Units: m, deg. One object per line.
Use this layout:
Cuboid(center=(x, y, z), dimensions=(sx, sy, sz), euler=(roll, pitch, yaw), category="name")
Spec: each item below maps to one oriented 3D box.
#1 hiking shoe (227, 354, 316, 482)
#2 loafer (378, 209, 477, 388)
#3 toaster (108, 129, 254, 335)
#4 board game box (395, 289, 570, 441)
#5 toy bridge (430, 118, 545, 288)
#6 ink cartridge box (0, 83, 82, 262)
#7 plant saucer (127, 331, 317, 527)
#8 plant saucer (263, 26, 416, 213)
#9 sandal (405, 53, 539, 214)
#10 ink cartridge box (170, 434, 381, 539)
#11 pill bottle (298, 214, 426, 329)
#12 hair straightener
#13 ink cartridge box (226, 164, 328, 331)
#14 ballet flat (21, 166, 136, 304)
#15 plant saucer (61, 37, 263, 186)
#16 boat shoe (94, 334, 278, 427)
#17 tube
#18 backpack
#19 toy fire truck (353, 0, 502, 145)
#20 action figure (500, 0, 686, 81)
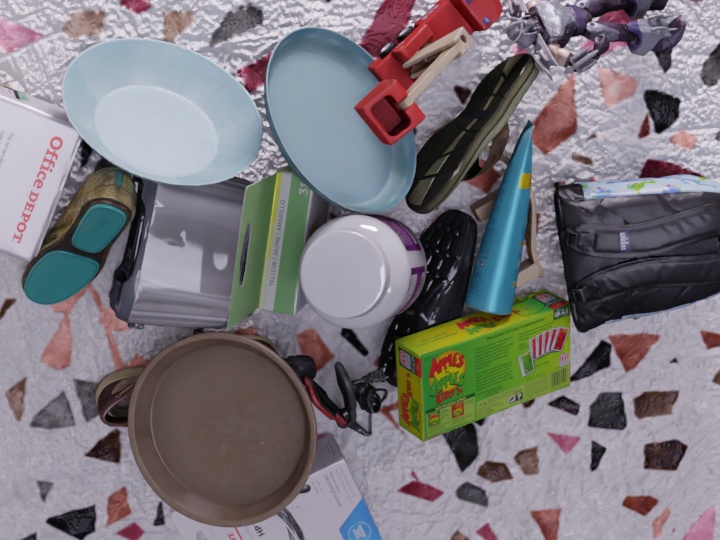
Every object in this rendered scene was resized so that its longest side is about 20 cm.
Cuboid(center=(-0.103, 0.167, 1.544), dimensions=(0.200, 0.076, 0.101), euler=(-43, 67, 30), category="hiking shoe")
Cuboid(center=(0.080, 0.033, 1.594), dimensions=(0.070, 0.068, 0.201), euler=(15, 97, -50), category="loafer")
Cuboid(center=(-0.173, -0.032, 1.498), dimensions=(0.129, 0.114, 0.201), euler=(11, 93, -17), category="toaster")
Cuboid(center=(0.133, 0.099, 1.581), dimensions=(0.199, 0.048, 0.102), euler=(-17, 117, -29), category="board game box")
Cuboid(center=(0.151, -0.076, 1.591), dimensions=(0.067, 0.027, 0.200), euler=(-31, 107, -3), category="toy bridge")
Cuboid(center=(-0.387, -0.115, 1.449), dimensions=(0.199, 0.084, 0.145), euler=(21, 100, -15), category="ink cartridge box")
Cuboid(center=(-0.137, 0.158, 1.493), dimensions=(0.199, 0.029, 0.201), euler=(2, 99, 13), category="plant saucer")
Cuboid(center=(-0.024, -0.146, 1.479), dimensions=(0.027, 0.200, 0.200), euler=(-27, 114, 40), category="plant saucer")
Cuboid(center=(0.124, -0.133, 1.520), dimensions=(0.201, 0.080, 0.057), euler=(-49, 121, -5), category="sandal")
Cuboid(center=(-0.092, 0.278, 1.613), dimensions=(0.199, 0.068, 0.116), euler=(-26, 113, -3), category="ink cartridge box")
Cuboid(center=(0.000, 0.000, 1.476), dimensions=(0.112, 0.200, 0.113), euler=(0, 92, 10), category="pill bottle")
Cuboid(center=(-0.001, 0.136, 1.551), dimensions=(0.077, 0.200, 0.041), euler=(-26, 65, 1), category="hair straightener")
Cuboid(center=(-0.076, -0.026, 1.473), dimensions=(0.048, 0.200, 0.146), euler=(10, 104, 8), category="ink cartridge box")
Cuboid(center=(-0.278, -0.037, 1.485), dimensions=(0.071, 0.071, 0.200), euler=(30, 136, -16), category="ballet flat")
Cuboid(center=(-0.195, -0.145, 1.443), dimensions=(0.200, 0.202, 0.039), euler=(15, 136, -14), category="plant saucer")
Cuboid(center=(-0.179, 0.122, 1.558), dimensions=(0.199, 0.072, 0.072), euler=(-12, 107, -8), category="boat shoe")
Cuboid(center=(0.154, -0.056, 1.547), dimensions=(0.050, 0.077, 0.201), euler=(11, 101, -5), category="tube")
Cuboid(center=(0.317, -0.032, 1.586), dimensions=(0.199, 0.154, 0.164), euler=(-9, 102, 14), category="backpack")
Cuboid(center=(0.070, -0.213, 1.471), dimensions=(0.200, 0.141, 0.049), euler=(-43, 108, -5), category="toy fire truck")
Cuboid(center=(0.232, -0.259, 1.522), dimensions=(0.199, 0.069, 0.131), euler=(-10, 71, -21), category="action figure")
